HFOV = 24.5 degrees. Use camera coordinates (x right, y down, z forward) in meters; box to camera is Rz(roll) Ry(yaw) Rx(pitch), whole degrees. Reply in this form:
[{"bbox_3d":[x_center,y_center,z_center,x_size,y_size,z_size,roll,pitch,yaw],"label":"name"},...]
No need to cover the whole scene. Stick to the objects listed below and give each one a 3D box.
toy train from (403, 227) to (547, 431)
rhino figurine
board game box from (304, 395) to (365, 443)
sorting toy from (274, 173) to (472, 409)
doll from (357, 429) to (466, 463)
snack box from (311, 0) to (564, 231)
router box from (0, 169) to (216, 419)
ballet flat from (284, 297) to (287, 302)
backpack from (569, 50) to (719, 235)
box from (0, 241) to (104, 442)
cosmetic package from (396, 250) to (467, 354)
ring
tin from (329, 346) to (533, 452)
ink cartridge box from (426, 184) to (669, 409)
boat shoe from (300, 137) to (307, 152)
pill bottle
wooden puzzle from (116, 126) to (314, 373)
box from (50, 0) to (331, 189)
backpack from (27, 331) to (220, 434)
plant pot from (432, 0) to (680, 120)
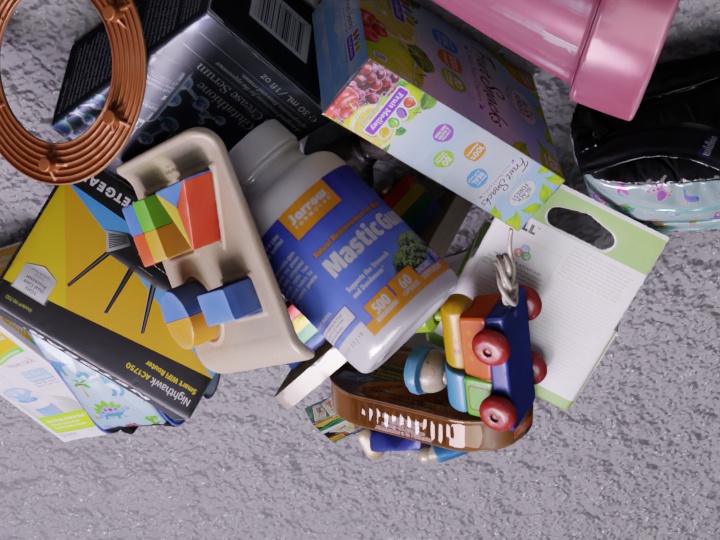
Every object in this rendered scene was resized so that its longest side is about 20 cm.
[{"bbox_3d":[0.088,0.037,1.421,0.115,0.085,0.201,10,128,27],"label":"toy train"},{"bbox_3d":[-0.018,-0.083,1.485,0.060,0.088,0.200,38,114,-23],"label":"rhino figurine"},{"bbox_3d":[0.048,0.117,1.673,0.200,0.024,0.105,-25,157,5],"label":"board game box"},{"bbox_3d":[0.000,0.000,1.506,0.070,0.200,0.199,42,126,-8],"label":"sorting toy"},{"bbox_3d":[0.092,0.156,1.712,0.200,0.136,0.049,-8,121,47],"label":"doll"},{"bbox_3d":[0.061,-0.143,1.351,0.200,0.169,0.068,30,119,-25],"label":"snack box"},{"bbox_3d":[-0.201,0.017,1.436,0.200,0.149,0.051,32,165,-14],"label":"router box"},{"bbox_3d":[0.005,0.083,1.686,0.199,0.064,0.067,22,135,-18],"label":"ballet flat"},{"bbox_3d":[0.279,-0.104,1.392,0.199,0.167,0.127,-7,142,22],"label":"backpack"},{"bbox_3d":[-0.315,0.073,1.665,0.112,0.102,0.200,-13,136,38],"label":"box"},{"bbox_3d":[0.101,0.029,1.603,0.199,0.083,0.051,-17,133,24],"label":"cosmetic package"},{"bbox_3d":[-0.256,-0.170,1.364,0.200,0.201,0.019,-29,169,32],"label":"ring"},{"bbox_3d":[0.066,0.118,1.534,0.199,0.112,0.042,12,121,29],"label":"tin"},{"bbox_3d":[0.169,0.003,1.473,0.147,0.076,0.200,27,121,0],"label":"ink cartridge box"},{"bbox_3d":[-0.113,-0.086,1.511,0.073,0.066,0.200,24,135,-20],"label":"boat shoe"},{"bbox_3d":[-0.027,-0.024,1.330,0.200,0.112,0.112,45,133,6],"label":"pill bottle"},{"bbox_3d":[-0.130,-0.005,1.335,0.185,0.046,0.200,-15,101,61],"label":"wooden puzzle"},{"bbox_3d":[-0.137,-0.160,1.402,0.200,0.107,0.148,-30,128,33],"label":"box"},{"bbox_3d":[-0.213,0.031,1.556,0.147,0.183,0.200,-12,136,23],"label":"backpack"},{"bbox_3d":[0.155,-0.235,1.246,0.179,0.200,0.200,20,138,7],"label":"plant pot"}]
